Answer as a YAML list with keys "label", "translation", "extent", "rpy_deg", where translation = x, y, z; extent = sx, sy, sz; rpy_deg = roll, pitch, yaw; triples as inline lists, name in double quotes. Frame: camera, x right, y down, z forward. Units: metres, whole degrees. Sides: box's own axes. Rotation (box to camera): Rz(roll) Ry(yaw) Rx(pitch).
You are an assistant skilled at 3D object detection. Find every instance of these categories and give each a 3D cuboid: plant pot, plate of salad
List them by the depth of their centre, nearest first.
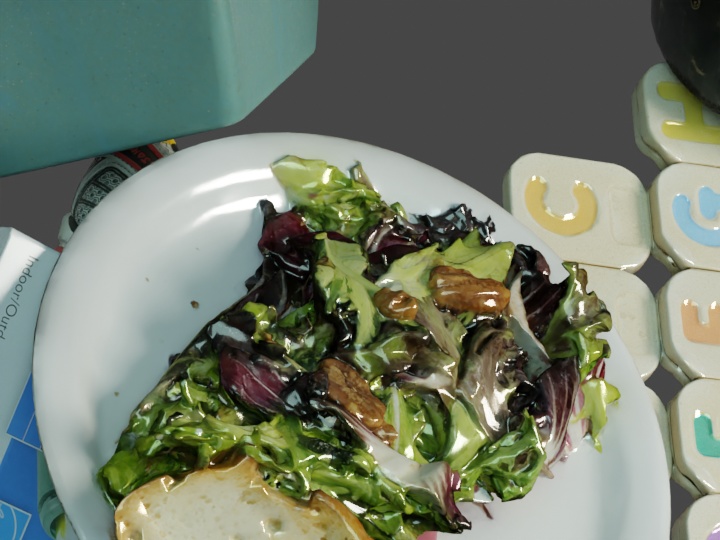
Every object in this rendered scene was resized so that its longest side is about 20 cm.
- label: "plate of salad"
  translation: [0.004, 0.039, 0.828]
  extent: [0.200, 0.048, 0.200]
  rpy_deg: [13, 54, -18]
- label: "plant pot"
  translation: [-0.093, -0.141, 0.901]
  extent: [0.141, 0.141, 0.200]
  rpy_deg: [-12, 105, 19]

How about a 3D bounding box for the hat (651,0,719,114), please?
- label: "hat"
  translation: [0.150, -0.085, 0.937]
  extent: [0.200, 0.201, 0.081]
  rpy_deg: [15, 115, 1]

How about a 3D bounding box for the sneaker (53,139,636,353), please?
- label: "sneaker"
  translation: [0.000, 0.000, 0.940]
  extent: [0.200, 0.078, 0.082]
  rpy_deg: [16, 78, 1]

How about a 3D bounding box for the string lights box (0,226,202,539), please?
- label: "string lights box"
  translation: [-0.055, 0.074, 0.883]
  extent: [0.200, 0.059, 0.103]
  rpy_deg: [28, 77, -28]

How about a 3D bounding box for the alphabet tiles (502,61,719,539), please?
- label: "alphabet tiles"
  translation: [0.141, 0.023, 0.928]
  extent: [0.196, 0.015, 0.200]
  rpy_deg: [7, 59, -16]
